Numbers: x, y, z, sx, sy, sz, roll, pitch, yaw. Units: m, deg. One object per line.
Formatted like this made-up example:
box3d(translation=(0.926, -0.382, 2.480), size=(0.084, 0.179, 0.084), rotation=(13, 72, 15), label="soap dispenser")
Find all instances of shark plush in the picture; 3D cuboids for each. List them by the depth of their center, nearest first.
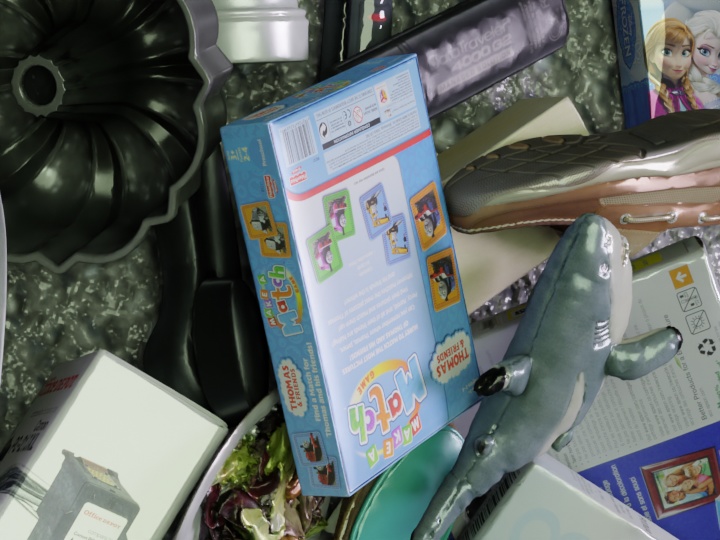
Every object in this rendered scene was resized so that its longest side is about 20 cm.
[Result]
box3d(translation=(0.081, 0.059, 1.359), size=(0.200, 0.083, 0.091), rotation=(-46, 61, 6), label="shark plush")

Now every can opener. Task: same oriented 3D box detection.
box3d(translation=(-0.088, -0.009, 1.393), size=(0.063, 0.078, 0.200), rotation=(13, 64, -58), label="can opener")
box3d(translation=(0.001, -0.147, 1.438), size=(0.078, 0.063, 0.201), rotation=(6, 83, -19), label="can opener")

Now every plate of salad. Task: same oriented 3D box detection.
box3d(translation=(-0.053, 0.155, 1.338), size=(0.048, 0.200, 0.200), rotation=(21, 76, 22), label="plate of salad")

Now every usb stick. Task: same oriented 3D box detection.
box3d(translation=(0.050, -0.122, 1.434), size=(0.200, 0.033, 0.056), rotation=(-30, 111, -40), label="usb stick")

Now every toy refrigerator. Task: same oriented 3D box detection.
box3d(translation=(0.047, -0.018, 1.443), size=(0.200, 0.070, 0.076), rotation=(-35, 104, -18), label="toy refrigerator")

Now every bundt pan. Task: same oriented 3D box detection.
box3d(translation=(-0.156, -0.104, 1.334), size=(0.201, 0.076, 0.202), rotation=(5, 104, 21), label="bundt pan")

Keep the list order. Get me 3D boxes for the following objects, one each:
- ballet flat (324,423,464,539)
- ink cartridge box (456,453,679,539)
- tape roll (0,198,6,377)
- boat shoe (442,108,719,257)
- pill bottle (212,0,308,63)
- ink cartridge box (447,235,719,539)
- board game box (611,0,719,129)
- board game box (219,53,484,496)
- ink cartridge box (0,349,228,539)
box3d(translation=(0.001, 0.176, 1.407), size=(0.068, 0.072, 0.200), rotation=(21, 79, -27), label="ballet flat")
box3d(translation=(0.132, 0.219, 1.426), size=(0.200, 0.047, 0.160), rotation=(33, 99, -7), label="ink cartridge box")
box3d(translation=(-0.230, 0.046, 1.259), size=(0.066, 0.200, 0.201), rotation=(5, 84, -17), label="tape roll")
box3d(translation=(0.143, -0.040, 1.407), size=(0.200, 0.076, 0.072), rotation=(-11, 111, -18), label="boat shoe")
box3d(translation=(-0.075, -0.216, 1.389), size=(0.112, 0.112, 0.201), rotation=(-4, 95, -19), label="pill bottle")
box3d(translation=(0.139, 0.107, 1.448), size=(0.200, 0.047, 0.198), rotation=(-20, 103, 7), label="ink cartridge box")
box3d(translation=(0.251, -0.186, 1.538), size=(0.200, 0.043, 0.200), rotation=(-6, 86, -19), label="board game box")
box3d(translation=(0.000, 0.000, 1.320), size=(0.151, 0.037, 0.200), rotation=(-30, 111, -54), label="board game box")
box3d(translation=(-0.168, 0.148, 1.313), size=(0.084, 0.145, 0.200), rotation=(34, 76, -11), label="ink cartridge box")
